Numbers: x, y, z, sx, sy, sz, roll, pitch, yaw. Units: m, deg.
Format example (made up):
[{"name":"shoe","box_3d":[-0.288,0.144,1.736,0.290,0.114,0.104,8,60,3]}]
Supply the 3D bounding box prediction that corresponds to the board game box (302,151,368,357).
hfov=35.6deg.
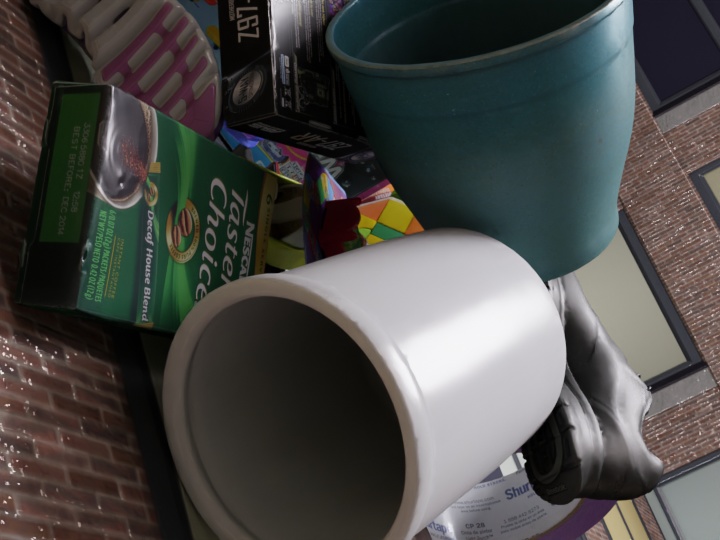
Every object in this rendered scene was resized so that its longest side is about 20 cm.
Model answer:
[{"name":"board game box","box_3d":[0.000,0.000,0.840,0.200,0.039,0.159,44,39,-75]}]

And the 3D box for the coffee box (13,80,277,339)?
[{"name":"coffee box","box_3d":[-0.115,-0.023,0.659,0.200,0.044,0.124,28,68,-66]}]

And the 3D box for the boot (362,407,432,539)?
[{"name":"boot","box_3d":[-0.022,0.155,0.729,0.200,0.070,0.146,52,25,6]}]

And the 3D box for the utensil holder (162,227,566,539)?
[{"name":"utensil holder","box_3d":[0.013,0.067,0.666,0.200,0.170,0.170,-20,82,-53]}]

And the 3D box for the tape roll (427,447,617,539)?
[{"name":"tape roll","box_3d":[0.101,0.155,0.869,0.200,0.200,0.066,47,19,-44]}]

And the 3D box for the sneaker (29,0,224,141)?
[{"name":"sneaker","box_3d":[-0.154,-0.156,0.773,0.200,0.080,0.088,50,0,17]}]

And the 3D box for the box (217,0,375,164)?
[{"name":"box","box_3d":[-0.035,-0.187,0.783,0.160,0.043,0.201,6,78,-58]}]

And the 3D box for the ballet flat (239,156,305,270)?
[{"name":"ballet flat","box_3d":[-0.072,-0.048,0.823,0.200,0.067,0.067,23,63,-43]}]

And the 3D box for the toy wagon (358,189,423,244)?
[{"name":"toy wagon","box_3d":[0.061,0.011,1.006,0.199,0.155,0.040,24,-27,14]}]

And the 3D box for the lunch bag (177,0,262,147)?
[{"name":"lunch bag","box_3d":[-0.093,-0.206,0.899,0.200,0.150,0.094,49,16,-6]}]

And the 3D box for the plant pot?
[{"name":"plant pot","box_3d":[0.096,-0.099,0.766,0.200,0.199,0.189,-95,170,-58]}]

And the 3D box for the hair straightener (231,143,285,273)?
[{"name":"hair straightener","box_3d":[-0.096,-0.033,0.893,0.077,0.041,0.201,33,34,-34]}]

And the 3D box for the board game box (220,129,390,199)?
[{"name":"board game box","box_3d":[-0.013,-0.143,1.027,0.148,0.199,0.064,53,16,-27]}]

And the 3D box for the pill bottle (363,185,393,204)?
[{"name":"pill bottle","box_3d":[0.041,0.016,1.092,0.114,0.114,0.201,38,27,-58]}]

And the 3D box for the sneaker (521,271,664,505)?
[{"name":"sneaker","box_3d":[0.152,0.074,0.779,0.090,0.076,0.201,10,52,-18]}]
